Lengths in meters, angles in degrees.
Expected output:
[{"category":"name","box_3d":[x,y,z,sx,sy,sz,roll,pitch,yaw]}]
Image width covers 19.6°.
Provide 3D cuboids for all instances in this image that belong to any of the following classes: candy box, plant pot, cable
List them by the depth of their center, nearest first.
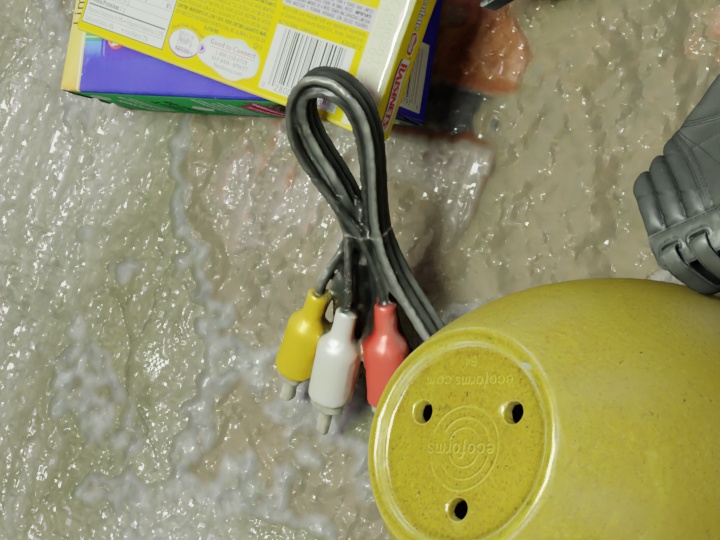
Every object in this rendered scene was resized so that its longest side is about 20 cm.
[{"category":"plant pot","box_3d":[0.085,0.088,0.943,0.200,0.142,0.201,-13,69,37]},{"category":"cable","box_3d":[0.000,0.000,1.034,0.097,0.050,0.200,18,131,24]},{"category":"candy box","box_3d":[-0.054,-0.144,1.073,0.200,0.026,0.102,23,94,31]},{"category":"candy box","box_3d":[-0.055,-0.170,1.139,0.200,0.077,0.170,5,84,34]}]

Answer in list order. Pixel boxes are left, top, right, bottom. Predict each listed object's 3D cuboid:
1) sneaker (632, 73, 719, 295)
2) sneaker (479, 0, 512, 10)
[{"category":"sneaker","box_3d":[0.192,-0.011,0.938,0.099,0.071,0.200,-49,38,17]},{"category":"sneaker","box_3d":[0.121,-0.161,1.027,0.130,0.079,0.199,-50,59,15]}]
